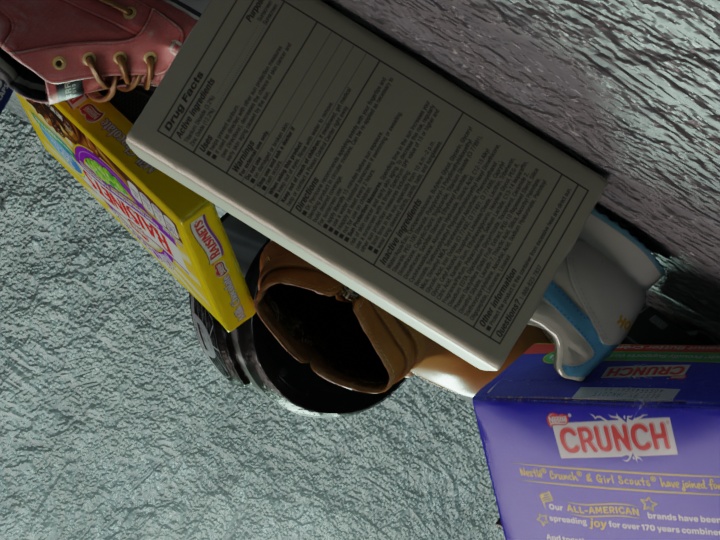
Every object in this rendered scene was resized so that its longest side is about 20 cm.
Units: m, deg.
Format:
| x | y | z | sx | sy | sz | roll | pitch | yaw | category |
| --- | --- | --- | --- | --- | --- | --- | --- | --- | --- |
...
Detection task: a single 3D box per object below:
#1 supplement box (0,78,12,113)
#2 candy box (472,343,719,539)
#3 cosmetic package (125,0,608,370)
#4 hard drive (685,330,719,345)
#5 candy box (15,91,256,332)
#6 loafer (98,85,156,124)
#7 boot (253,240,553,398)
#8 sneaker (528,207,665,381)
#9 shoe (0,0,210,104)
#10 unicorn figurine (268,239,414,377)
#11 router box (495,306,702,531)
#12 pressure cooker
| x | y | z | sx | sy | sz | roll | pitch | yaw | category |
| --- | --- | --- | --- | --- | --- | --- | --- | --- | --- |
| -0.272 | -0.192 | 1.009 | 0.109 | 0.109 | 0.200 | 29 | 175 | 27 | supplement box |
| 0.165 | 0.142 | 0.901 | 0.168 | 0.077 | 0.202 | 0 | 115 | 35 | candy box |
| 0.002 | -0.047 | 0.798 | 0.199 | 0.104 | 0.073 | 33 | 176 | 0 | cosmetic package |
| 0.176 | 0.091 | 1.101 | 0.139 | 0.033 | 0.199 | 37 | 153 | -30 | hard drive |
| -0.135 | -0.055 | 0.968 | 0.200 | 0.026 | 0.103 | 42 | 164 | 34 | candy box |
| -0.054 | -0.080 | 0.986 | 0.198 | 0.063 | 0.072 | 26 | 142 | 3 | loafer |
| 0.030 | 0.037 | 1.003 | 0.199 | 0.077 | 0.155 | 33 | -167 | -2 | boot |
| 0.052 | -0.022 | 0.873 | 0.199 | 0.081 | 0.077 | 32 | 177 | 9 | sneaker |
| -0.127 | -0.116 | 0.915 | 0.199 | 0.091 | 0.072 | 32 | 162 | 6 | shoe |
| 0.000 | 0.000 | 1.158 | 0.198 | 0.139 | 0.074 | -2 | -154 | -21 | unicorn figurine |
| 0.196 | 0.144 | 0.977 | 0.200 | 0.158 | 0.052 | 39 | -148 | 17 | router box |
| -0.050 | 0.025 | 1.440 | 0.178 | 0.177 | 0.200 | 30 | 177 | -25 | pressure cooker |
